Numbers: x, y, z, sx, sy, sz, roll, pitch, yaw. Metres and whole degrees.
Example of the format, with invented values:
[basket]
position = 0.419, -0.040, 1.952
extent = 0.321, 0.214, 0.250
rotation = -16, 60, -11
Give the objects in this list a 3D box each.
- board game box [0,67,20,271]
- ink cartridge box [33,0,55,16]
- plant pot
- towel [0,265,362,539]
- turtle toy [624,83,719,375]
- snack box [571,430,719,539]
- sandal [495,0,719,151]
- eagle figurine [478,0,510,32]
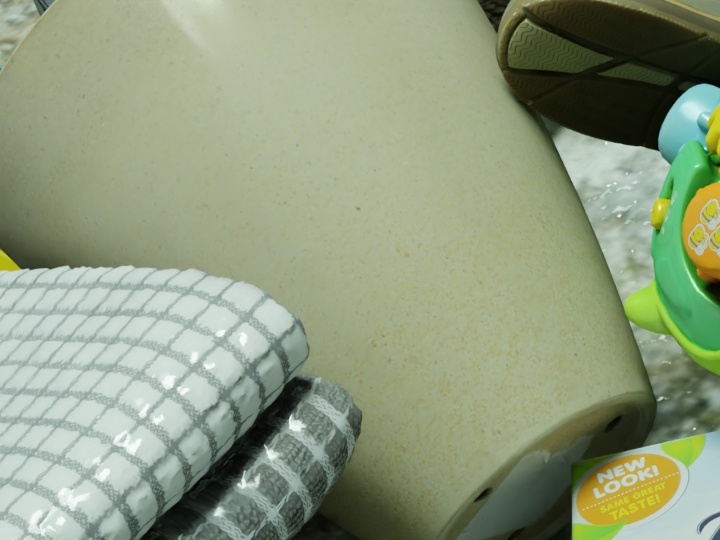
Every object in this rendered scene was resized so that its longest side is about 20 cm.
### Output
[board game box]
position = -0.170, -0.028, 1.102
extent = 0.047, 0.151, 0.200
rotation = -45, 27, 21
[ink cartridge box]
position = -0.108, -0.139, 1.182
extent = 0.068, 0.200, 0.116
rotation = -28, 33, -10
[plant pot]
position = 0.000, 0.000, 0.935
extent = 0.187, 0.187, 0.200
rotation = -32, 66, -15
[towel]
position = -0.113, 0.082, 0.864
extent = 0.200, 0.086, 0.166
rotation = -2, 39, 50
[turtle toy]
position = 0.169, -0.032, 0.856
extent = 0.200, 0.101, 0.146
rotation = -25, 23, 10
[snack box]
position = 0.162, 0.096, 0.820
extent = 0.199, 0.053, 0.142
rotation = -14, 32, 13
[sandal]
position = 0.128, -0.062, 0.945
extent = 0.080, 0.200, 0.054
rotation = -41, 39, 36
[eagle figurine]
position = 0.019, -0.101, 1.114
extent = 0.200, 0.152, 0.151
rotation = -26, -8, -37
